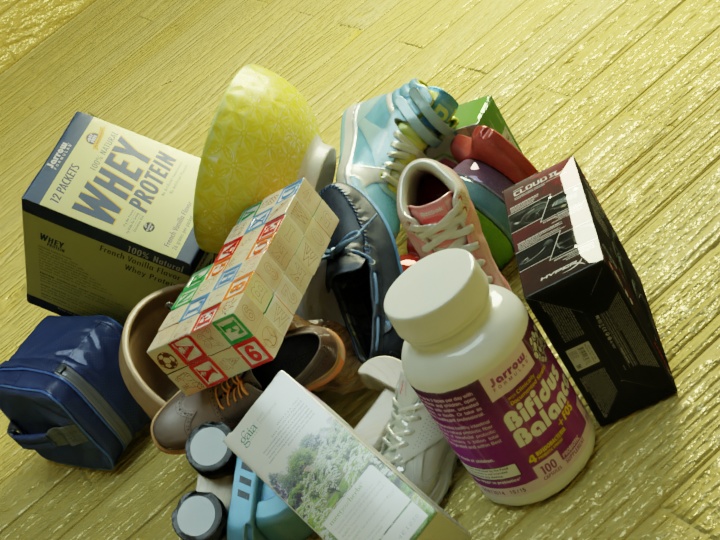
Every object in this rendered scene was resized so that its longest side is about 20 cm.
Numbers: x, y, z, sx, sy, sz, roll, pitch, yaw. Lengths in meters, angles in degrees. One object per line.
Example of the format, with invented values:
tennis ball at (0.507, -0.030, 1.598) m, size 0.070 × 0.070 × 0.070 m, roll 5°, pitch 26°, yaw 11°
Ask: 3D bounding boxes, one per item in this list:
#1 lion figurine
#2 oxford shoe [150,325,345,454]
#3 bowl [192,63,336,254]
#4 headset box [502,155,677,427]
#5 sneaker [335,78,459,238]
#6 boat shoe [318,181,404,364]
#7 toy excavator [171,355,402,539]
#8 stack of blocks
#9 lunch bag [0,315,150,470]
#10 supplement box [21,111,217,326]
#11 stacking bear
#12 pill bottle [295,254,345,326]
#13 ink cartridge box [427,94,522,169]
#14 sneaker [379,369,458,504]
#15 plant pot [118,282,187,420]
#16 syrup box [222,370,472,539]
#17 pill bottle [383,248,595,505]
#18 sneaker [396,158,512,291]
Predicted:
lion figurine at (-0.082, 0.062, 1.469) m, size 0.122 × 0.200 × 0.073 m, roll -45°, pitch -12°, yaw -29°
oxford shoe at (-0.112, 0.104, 1.372) m, size 0.199 × 0.072 × 0.073 m, roll -31°, pitch -16°, yaw 5°
bowl at (-0.087, -0.102, 1.539) m, size 0.107 × 0.201 × 0.201 m, roll 16°, pitch 45°, yaw 10°
headset box at (0.192, 0.009, 1.284) m, size 0.077 × 0.149 × 0.201 m, roll -25°, pitch 28°, yaw 15°
sneaker at (0.045, -0.121, 1.544) m, size 0.130 × 0.079 × 0.202 m, roll -27°, pitch 46°, yaw 27°
boat shoe at (0.000, 0.000, 1.446) m, size 0.084 × 0.068 × 0.201 m, roll -47°, pitch 59°, yaw 39°
toy excavator at (-0.050, 0.174, 1.343) m, size 0.198 × 0.100 × 0.197 m, roll 1°, pitch 64°, yaw 14°
stack of blocks at (-0.106, 0.013, 1.390) m, size 0.115 × 0.059 × 0.201 m, roll -24°, pitch 27°, yaw 36°
lunch bag at (-0.326, 0.140, 1.669) m, size 0.199 × 0.136 × 0.133 m, roll -4°, pitch 39°, yaw 50°
supplement box at (-0.255, -0.034, 1.654) m, size 0.198 × 0.201 × 0.135 m, roll 21°, pitch 55°, yaw 5°
stacking bear at (0.093, -0.028, 1.504) m, size 0.201 × 0.113 × 0.121 m, roll -53°, pitch 9°, yaw -10°
pill bottle at (-0.048, -0.002, 1.612) m, size 0.111 × 0.112 × 0.200 m, roll -38°, pitch 28°, yaw -7°
ink cartridge box at (0.077, -0.111, 1.656) m, size 0.198 × 0.104 × 0.060 m, roll -15°, pitch 32°, yaw 34°
sneaker at (0.047, 0.135, 1.296) m, size 0.078 × 0.100 × 0.200 m, roll 6°, pitch 47°, yaw 52°
plant pot at (-0.151, 0.113, 1.519) m, size 0.202 × 0.199 × 0.093 m, roll -71°, pitch 1°, yaw -50°
syrup box at (-0.013, 0.176, 1.219) m, size 0.200 × 0.081 × 0.079 m, roll 38°, pitch 87°, yaw 35°
pill bottle at (0.101, 0.084, 1.207) m, size 0.111 × 0.201 × 0.113 m, roll -26°, pitch 28°, yaw 15°
sneaker at (0.085, -0.013, 1.390) m, size 0.075 × 0.105 × 0.202 m, roll -22°, pitch 71°, yaw 12°
